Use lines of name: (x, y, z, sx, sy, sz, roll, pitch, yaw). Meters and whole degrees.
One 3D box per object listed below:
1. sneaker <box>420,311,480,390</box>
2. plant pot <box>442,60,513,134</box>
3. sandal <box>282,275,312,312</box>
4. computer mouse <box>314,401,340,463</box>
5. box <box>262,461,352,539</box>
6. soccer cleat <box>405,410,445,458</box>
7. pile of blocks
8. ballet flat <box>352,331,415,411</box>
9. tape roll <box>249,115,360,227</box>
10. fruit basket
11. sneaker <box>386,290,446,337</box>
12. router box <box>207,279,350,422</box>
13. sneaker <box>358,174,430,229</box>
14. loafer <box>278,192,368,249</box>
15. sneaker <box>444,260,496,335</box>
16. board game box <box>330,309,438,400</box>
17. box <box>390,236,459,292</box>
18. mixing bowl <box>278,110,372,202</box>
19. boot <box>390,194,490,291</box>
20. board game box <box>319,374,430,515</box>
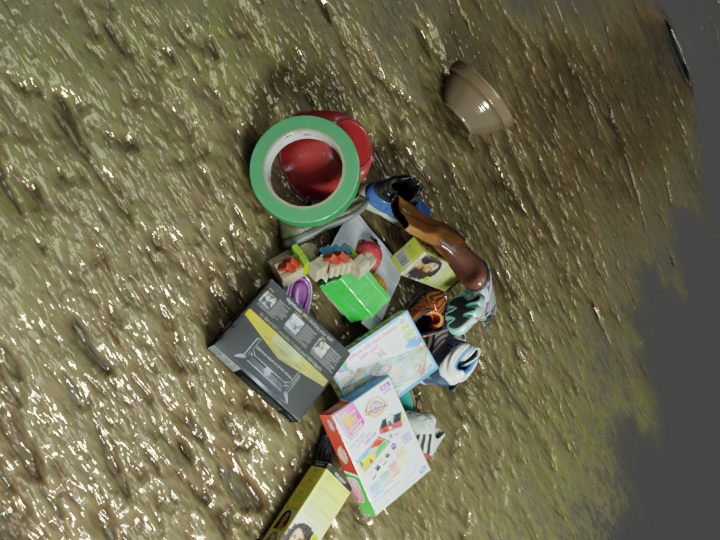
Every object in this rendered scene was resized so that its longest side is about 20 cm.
sneaker: (0.211, 0.162, 1.634, 0.081, 0.146, 0.200, 50, 53, -23)
plant pot: (0.258, -0.387, 1.805, 0.093, 0.201, 0.201, -41, 115, 4)
sandal: (-0.116, 0.102, 1.415, 0.082, 0.050, 0.203, 8, 75, -41)
computer mouse: (0.003, 0.325, 1.481, 0.200, 0.046, 0.141, 15, 75, -27)
box: (-0.098, 0.436, 1.337, 0.075, 0.050, 0.200, 49, 57, -24)
soccer cleat: (0.105, 0.306, 1.529, 0.085, 0.069, 0.200, -46, 131, -8)
pile of blocks: (-0.069, -0.025, 1.408, 0.200, 0.062, 0.082, -6, 66, -11)
ballet flat: (0.054, 0.199, 1.550, 0.200, 0.068, 0.072, 50, 33, -18)
tape roll: (-0.100, -0.181, 1.406, 0.200, 0.048, 0.201, 0, 83, 2)
fruit basket: (0.000, 0.000, 1.535, 0.185, 0.094, 0.200, 50, 37, -24)
sneaker: (0.143, 0.098, 1.609, 0.200, 0.112, 0.078, -36, 106, -41)
router box: (-0.139, 0.140, 1.339, 0.200, 0.052, 0.157, 45, 63, -10)
sneaker: (0.103, -0.144, 1.626, 0.200, 0.111, 0.077, 21, 67, -38)
loafer: (-0.071, -0.110, 1.468, 0.200, 0.075, 0.070, -28, 93, -28)
sneaker: (0.248, 0.091, 1.635, 0.200, 0.078, 0.140, -61, 138, -37)
board game box: (0.039, 0.183, 1.466, 0.200, 0.034, 0.135, -32, 99, -24)
box: (0.151, -0.010, 1.631, 0.200, 0.075, 0.050, 17, 35, -53)
mixing bowl: (-0.050, -0.234, 1.509, 0.200, 0.108, 0.200, 11, 73, -40)
boot: (0.160, -0.056, 1.529, 0.200, 0.068, 0.188, 30, 30, -41)
board game box: (0.029, 0.313, 1.391, 0.153, 0.040, 0.200, -28, 98, -38)
